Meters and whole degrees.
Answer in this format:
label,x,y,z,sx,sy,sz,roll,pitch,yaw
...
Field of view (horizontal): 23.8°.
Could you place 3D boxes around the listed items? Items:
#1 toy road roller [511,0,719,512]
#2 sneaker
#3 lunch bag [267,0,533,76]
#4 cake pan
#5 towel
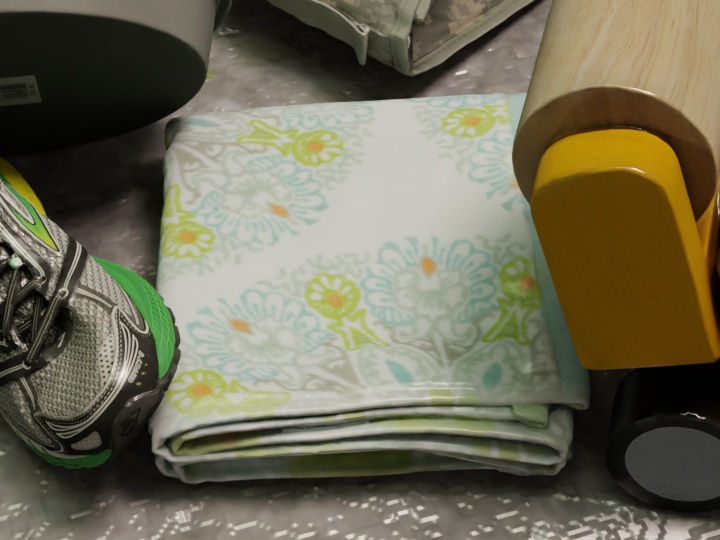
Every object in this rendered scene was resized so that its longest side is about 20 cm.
label,x,y,z,sx,sy,sz,roll,pitch,yaw
toy road roller,0.150,-0.016,0.614,0.144,0.201,0.124,-7,40,25
sneaker,-0.146,0.005,0.661,0.200,0.085,0.078,37,89,35
lunch bag,0.017,-0.195,0.850,0.163,0.118,0.200,30,58,27
cake pan,-0.149,-0.091,0.709,0.198,0.200,0.037,-7,77,-6
towel,0.000,0.000,0.703,0.169,0.048,0.201,-1,45,-1
